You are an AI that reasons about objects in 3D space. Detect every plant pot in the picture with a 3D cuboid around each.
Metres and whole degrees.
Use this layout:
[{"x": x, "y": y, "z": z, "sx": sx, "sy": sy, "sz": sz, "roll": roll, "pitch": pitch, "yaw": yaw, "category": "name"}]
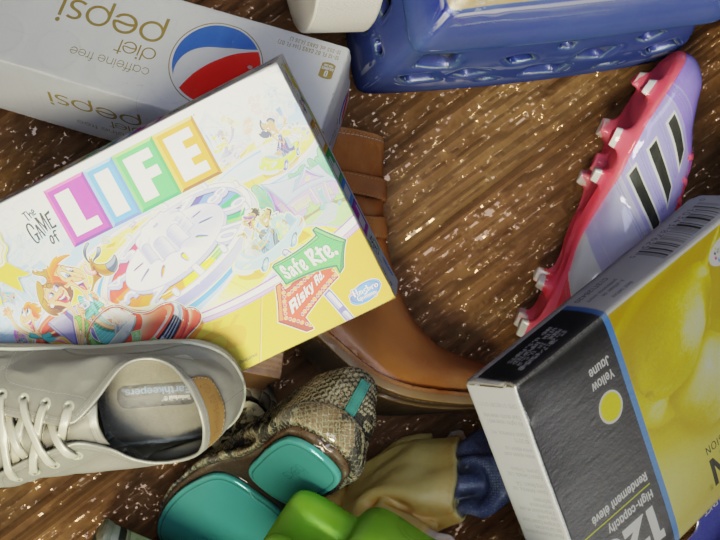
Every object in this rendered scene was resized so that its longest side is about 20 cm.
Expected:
[{"x": 0.092, "y": -0.208, "z": 0.873, "sx": 0.199, "sy": 0.180, "sz": 0.201, "roll": -6, "pitch": 93, "yaw": -7, "category": "plant pot"}]

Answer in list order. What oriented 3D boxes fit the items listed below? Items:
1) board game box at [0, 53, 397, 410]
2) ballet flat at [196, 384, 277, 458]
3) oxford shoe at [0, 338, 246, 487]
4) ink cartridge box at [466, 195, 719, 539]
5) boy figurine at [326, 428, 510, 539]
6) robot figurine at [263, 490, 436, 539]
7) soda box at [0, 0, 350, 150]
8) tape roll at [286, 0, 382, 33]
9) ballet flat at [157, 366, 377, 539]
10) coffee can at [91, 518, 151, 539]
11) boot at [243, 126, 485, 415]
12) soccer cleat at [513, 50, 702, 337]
[{"x": -0.098, "y": -0.006, "z": 0.827, "sx": 0.199, "sy": 0.034, "sz": 0.135, "roll": -26, "pitch": 102, "yaw": 9, "category": "board game box"}, {"x": -0.142, "y": 0.087, "z": 0.899, "sx": 0.199, "sy": 0.046, "sz": 0.068, "roll": 2, "pitch": 120, "yaw": -18, "category": "ballet flat"}, {"x": -0.157, "y": 0.075, "z": 0.804, "sx": 0.199, "sy": 0.058, "sz": 0.076, "roll": -8, "pitch": 106, "yaw": 6, "category": "oxford shoe"}, {"x": 0.163, "y": 0.094, "z": 0.873, "sx": 0.197, "sy": 0.047, "sz": 0.201, "roll": -36, "pitch": 114, "yaw": -32, "category": "ink cartridge box"}, {"x": 0.035, "y": 0.135, "z": 0.911, "sx": 0.199, "sy": 0.124, "sz": 0.065, "roll": -24, "pitch": 110, "yaw": 10, "category": "boy figurine"}, {"x": 0.029, "y": 0.197, "z": 0.790, "sx": 0.199, "sy": 0.176, "sz": 0.116, "roll": 33, "pitch": 117, "yaw": 2, "category": "robot figurine"}, {"x": -0.108, "y": -0.106, "z": 0.876, "sx": 0.199, "sy": 0.064, "sz": 0.068, "roll": 17, "pitch": 69, "yaw": 6, "category": "soda box"}, {"x": -0.017, "y": -0.225, "z": 0.833, "sx": 0.037, "sy": 0.203, "sz": 0.204, "roll": -3, "pitch": 92, "yaw": -11, "category": "tape roll"}, {"x": -0.045, "y": 0.105, "z": 0.876, "sx": 0.068, "sy": 0.200, "sz": 0.075, "roll": 39, "pitch": 52, "yaw": -8, "category": "ballet flat"}, {"x": -0.079, "y": 0.243, "z": 0.882, "sx": 0.199, "sy": 0.146, "sz": 0.147, "roll": 25, "pitch": 89, "yaw": -8, "category": "coffee can"}, {"x": 0.000, "y": 0.000, "z": 0.930, "sx": 0.199, "sy": 0.077, "sz": 0.156, "roll": 12, "pitch": 74, "yaw": -16, "category": "boot"}, {"x": 0.159, "y": -0.028, "z": 0.935, "sx": 0.076, "sy": 0.067, "sz": 0.201, "roll": 24, "pitch": 101, "yaw": -4, "category": "soccer cleat"}]
